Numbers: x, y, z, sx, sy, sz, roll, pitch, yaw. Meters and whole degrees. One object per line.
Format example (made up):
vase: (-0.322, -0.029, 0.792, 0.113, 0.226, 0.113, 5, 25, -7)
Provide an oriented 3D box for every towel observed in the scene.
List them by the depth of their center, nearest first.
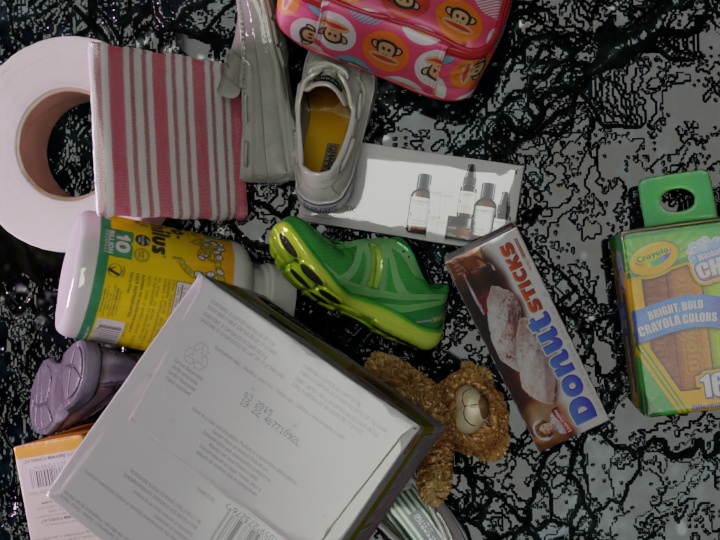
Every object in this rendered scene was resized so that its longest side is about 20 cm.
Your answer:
towel: (-0.170, -0.118, 1.055, 0.030, 0.200, 0.148, -3, 89, 32)

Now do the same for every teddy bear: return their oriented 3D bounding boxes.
teddy bear: (0.039, 0.136, 1.054, 0.198, 0.067, 0.146, 6, 52, 0)

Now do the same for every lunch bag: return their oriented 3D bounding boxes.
lunch bag: (0.037, -0.254, 1.056, 0.199, 0.082, 0.177, 21, 54, 0)

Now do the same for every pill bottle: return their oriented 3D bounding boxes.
pill bottle: (-0.163, 0.020, 1.064, 0.199, 0.113, 0.114, 12, 92, -20)

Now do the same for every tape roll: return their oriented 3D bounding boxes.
tape roll: (-0.264, -0.116, 1.126, 0.201, 0.071, 0.204, 0, 89, 8)

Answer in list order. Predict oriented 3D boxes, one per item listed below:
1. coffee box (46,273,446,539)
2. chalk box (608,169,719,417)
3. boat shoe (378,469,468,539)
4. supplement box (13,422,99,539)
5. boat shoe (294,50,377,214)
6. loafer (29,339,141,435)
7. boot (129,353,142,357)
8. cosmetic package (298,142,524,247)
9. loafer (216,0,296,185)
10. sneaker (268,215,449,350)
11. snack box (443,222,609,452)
coffee box: (-0.076, 0.146, 0.925, 0.199, 0.198, 0.201, 34, 90, 12)
chalk box: (0.286, 0.015, 1.023, 0.123, 0.124, 0.202, -8, 89, 7)
boat shoe: (0.028, 0.196, 1.087, 0.200, 0.067, 0.074, 44, 95, 6)
supplement box: (-0.240, 0.245, 1.092, 0.073, 0.126, 0.202, -11, 89, 13)
boat shoe: (-0.026, -0.152, 1.057, 0.070, 0.070, 0.201, 7, 62, 6)
loafer: (-0.252, 0.110, 1.083, 0.063, 0.200, 0.072, 7, 72, -27)
boot: (-0.158, 0.174, 1.122, 0.138, 0.077, 0.202, 9, 108, 31)
cosmetic package: (0.047, -0.070, 1.093, 0.198, 0.051, 0.083, 9, 90, 8)
loafer: (-0.098, -0.175, 1.076, 0.069, 0.070, 0.202, -7, 106, 5)
sneaker: (0.000, 0.000, 1.064, 0.199, 0.074, 0.084, 32, 74, -32)
snack box: (0.150, 0.061, 1.067, 0.072, 0.024, 0.201, -26, 102, 6)
